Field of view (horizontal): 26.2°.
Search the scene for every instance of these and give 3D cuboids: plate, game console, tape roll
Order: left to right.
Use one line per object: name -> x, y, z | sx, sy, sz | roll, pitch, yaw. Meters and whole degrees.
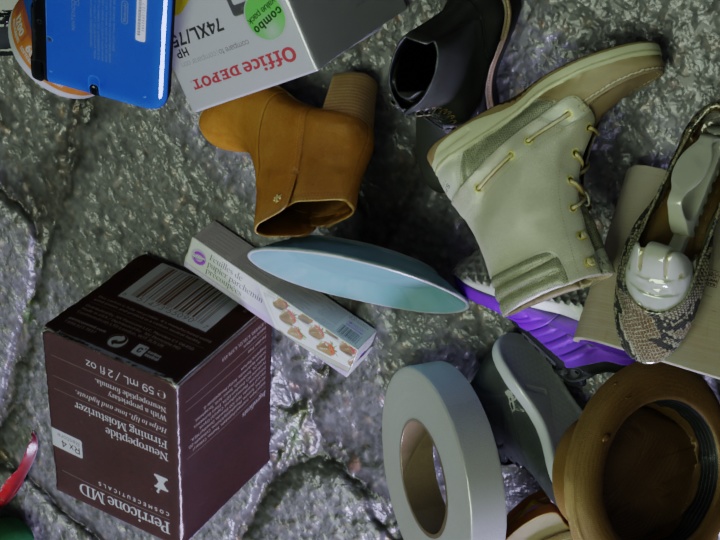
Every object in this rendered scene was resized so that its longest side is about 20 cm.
game console -> -0.215, -0.254, 1.237 | 0.168, 0.119, 0.201 | 15, 138, 3
plate -> 0.000, 0.000, 1.341 | 0.198, 0.200, 0.026 | 7, 79, 31
tape roll -> 0.072, 0.184, 1.392 | 0.202, 0.037, 0.206 | 172, 90, -70

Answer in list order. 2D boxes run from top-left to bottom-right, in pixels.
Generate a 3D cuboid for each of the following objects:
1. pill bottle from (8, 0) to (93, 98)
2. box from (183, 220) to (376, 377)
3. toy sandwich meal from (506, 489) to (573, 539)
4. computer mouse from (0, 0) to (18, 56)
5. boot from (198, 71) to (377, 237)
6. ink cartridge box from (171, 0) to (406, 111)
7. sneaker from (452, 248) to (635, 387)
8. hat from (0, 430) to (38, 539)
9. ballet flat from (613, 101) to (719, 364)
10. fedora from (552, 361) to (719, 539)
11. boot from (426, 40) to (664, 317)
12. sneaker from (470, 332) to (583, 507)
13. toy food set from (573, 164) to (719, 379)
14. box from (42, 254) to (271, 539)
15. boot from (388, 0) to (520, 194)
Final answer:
pill bottle -> -0.220, -0.247, 1.363 | 0.113, 0.112, 0.199 | 52, 133, -3
box -> -0.077, 0.026, 1.476 | 0.199, 0.041, 0.039 | 33, 130, 13
toy sandwich meal -> 0.202, 0.287, 1.408 | 0.202, 0.071, 0.207 | -1, 124, -1
computer mouse -> -0.364, -0.257, 1.497 | 0.198, 0.053, 0.140 | 8, 121, 30
boot -> -0.077, -0.092, 1.332 | 0.199, 0.145, 0.071 | -8, 142, 34
ink cartridge box -> -0.087, -0.258, 1.244 | 0.145, 0.146, 0.202 | -13, 109, 39
sneaker -> 0.166, 0.049, 1.303 | 0.198, 0.070, 0.101 | 18, 127, 26
hat -> -0.412, 0.313, 1.889 | 0.166, 0.176, 0.200 | 50, 170, -4
ballet flat -> 0.232, -0.033, 1.137 | 0.067, 0.075, 0.202 | 20, 83, 20
fedora -> 0.219, 0.165, 1.261 | 0.081, 0.200, 0.203 | -2, 117, 53
boot -> 0.165, -0.069, 1.177 | 0.198, 0.072, 0.156 | -28, 75, 17
sneaker -> 0.156, 0.163, 1.360 | 0.201, 0.070, 0.099 | 61, 140, 19
toy food set -> 0.273, 0.013, 1.184 | 0.198, 0.060, 0.145 | 16, 81, 25
box -> -0.196, 0.125, 1.531 | 0.164, 0.164, 0.202 | 19, 126, 24
boot -> 0.055, -0.129, 1.229 | 0.077, 0.138, 0.202 | 22, 128, 21
